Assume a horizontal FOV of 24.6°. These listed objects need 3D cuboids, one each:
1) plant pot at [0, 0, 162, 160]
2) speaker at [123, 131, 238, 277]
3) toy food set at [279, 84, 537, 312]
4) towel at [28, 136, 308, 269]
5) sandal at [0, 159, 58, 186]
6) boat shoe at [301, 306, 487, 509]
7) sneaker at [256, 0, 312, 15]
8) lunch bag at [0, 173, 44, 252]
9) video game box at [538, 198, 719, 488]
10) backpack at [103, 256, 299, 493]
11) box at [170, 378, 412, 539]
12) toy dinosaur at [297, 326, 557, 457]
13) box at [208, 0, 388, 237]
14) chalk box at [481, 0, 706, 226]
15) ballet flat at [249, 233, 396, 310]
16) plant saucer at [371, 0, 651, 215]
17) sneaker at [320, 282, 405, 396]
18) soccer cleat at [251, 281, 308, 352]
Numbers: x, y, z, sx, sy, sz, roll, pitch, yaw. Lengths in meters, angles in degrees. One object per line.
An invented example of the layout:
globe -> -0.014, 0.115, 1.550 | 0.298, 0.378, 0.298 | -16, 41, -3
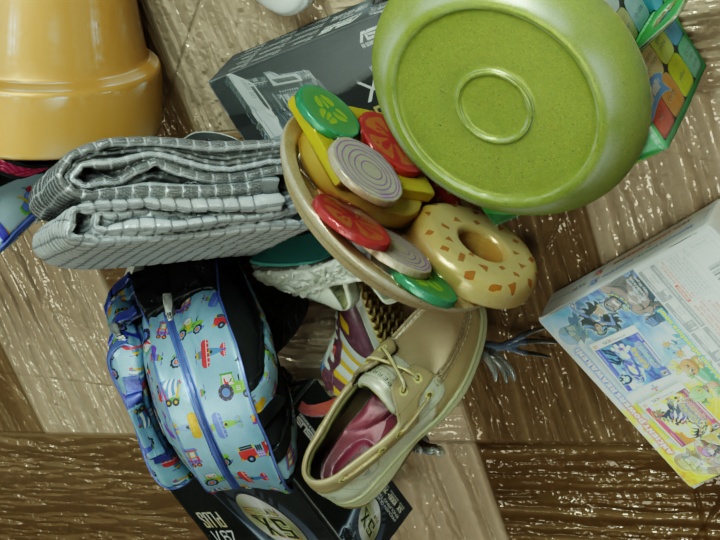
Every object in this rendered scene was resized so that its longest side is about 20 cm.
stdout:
plant pot -> -0.255, -0.204, 1.296 | 0.200, 0.200, 0.184 | 12, 113, 20
speaker -> -0.150, -0.026, 1.437 | 0.081, 0.081, 0.200 | 32, 133, 2
toy food set -> 0.026, -0.048, 1.178 | 0.049, 0.198, 0.200 | -47, 57, 30
towel -> -0.143, -0.056, 1.248 | 0.166, 0.200, 0.086 | 161, 102, -69
sandal -> -0.282, -0.108, 1.379 | 0.045, 0.200, 0.075 | -22, 80, 63
boat shoe -> 0.026, 0.097, 1.288 | 0.074, 0.200, 0.066 | 33, -178, 32
sneaker -> -0.116, -0.262, 1.232 | 0.075, 0.089, 0.200 | -28, 108, 38
lunch bag -> -0.353, -0.109, 1.420 | 0.200, 0.161, 0.082 | 51, 146, -14
video game box -> 0.272, 0.063, 1.305 | 0.200, 0.047, 0.182 | 47, 130, -11
backpack -> -0.125, 0.098, 1.340 | 0.134, 0.200, 0.183 | -19, 121, -2
box -> -0.080, 0.197, 1.539 | 0.200, 0.086, 0.164 | -13, 119, 49
toy dinosaur -> 0.066, 0.056, 1.338 | 0.200, 0.105, 0.182 | 13, 93, -3
box -> 0.001, -0.123, 1.301 | 0.200, 0.050, 0.158 | -15, 117, 36
chalk box -> 0.155, -0.141, 1.157 | 0.200, 0.125, 0.124 | -23, 111, 39
ballet flat -> 0.000, 0.000, 1.318 | 0.200, 0.072, 0.072 | -10, 119, 32
plant saucer -> 0.094, -0.115, 1.106 | 0.200, 0.031, 0.200 | 15, 130, 19
sneaker -> -0.004, 0.063, 1.431 | 0.090, 0.075, 0.200 | -8, 119, 26
soccer cleat -> -0.119, 0.066, 1.507 | 0.068, 0.073, 0.200 | 41, 116, -8
